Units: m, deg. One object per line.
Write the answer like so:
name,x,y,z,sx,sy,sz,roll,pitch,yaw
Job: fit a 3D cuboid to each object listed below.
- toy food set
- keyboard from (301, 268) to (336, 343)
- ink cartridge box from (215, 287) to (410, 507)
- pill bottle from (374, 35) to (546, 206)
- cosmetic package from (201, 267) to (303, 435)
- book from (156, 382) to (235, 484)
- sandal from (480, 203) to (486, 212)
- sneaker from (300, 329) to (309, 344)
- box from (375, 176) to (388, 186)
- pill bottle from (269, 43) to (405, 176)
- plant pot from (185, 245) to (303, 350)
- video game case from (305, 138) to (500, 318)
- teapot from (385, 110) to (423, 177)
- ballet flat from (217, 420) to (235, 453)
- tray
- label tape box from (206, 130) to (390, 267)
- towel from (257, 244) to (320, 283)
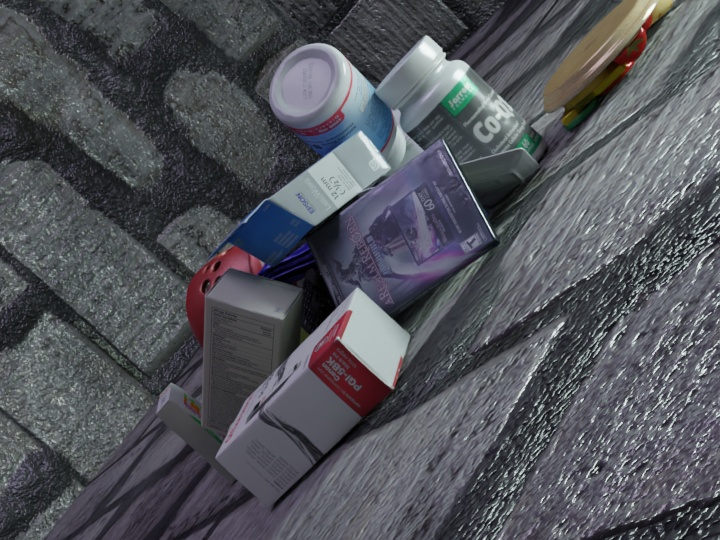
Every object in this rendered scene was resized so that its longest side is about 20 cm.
toy food set,0.293,-0.256,1.623,0.198,0.049,0.200,-45,8,27
keyboard,-0.045,0.071,1.592,0.200,0.039,0.105,-145,62,-62
ink cartridge box,-0.050,0.133,1.431,0.200,0.083,0.147,-45,8,20
pill bottle,0.120,-0.183,1.645,0.113,0.200,0.113,-47,8,8
cosmetic package,-0.132,0.108,1.630,0.073,0.103,0.201,-54,-23,-54
book,-0.216,0.214,1.804,0.048,0.134,0.200,-47,7,-4
sandal,0.092,-0.034,1.597,0.087,0.080,0.200,-11,-13,-17
sneaker,-0.098,0.138,1.806,0.076,0.075,0.201,-25,34,55
box,0.000,0.000,1.701,0.158,0.049,0.201,-61,-10,-60
pill bottle,-0.021,-0.189,1.677,0.109,0.109,0.200,-47,-35,4
plant pot,-0.137,0.037,2.037,0.182,0.200,0.201,-38,11,39
video game case,0.043,-0.033,1.497,0.200,0.143,0.019,-35,-29,17
teapot,0.101,-0.141,1.813,0.199,0.146,0.198,-28,41,19
ballet flat,-0.105,0.173,1.566,0.200,0.072,0.072,-49,5,32
tray,0.105,-0.097,1.564,0.199,0.022,0.107,-14,-10,16
label tape box,-0.074,-0.067,1.596,0.200,0.066,0.143,-41,1,-31
towel,-0.064,-0.042,1.877,0.147,0.050,0.200,-20,17,19
